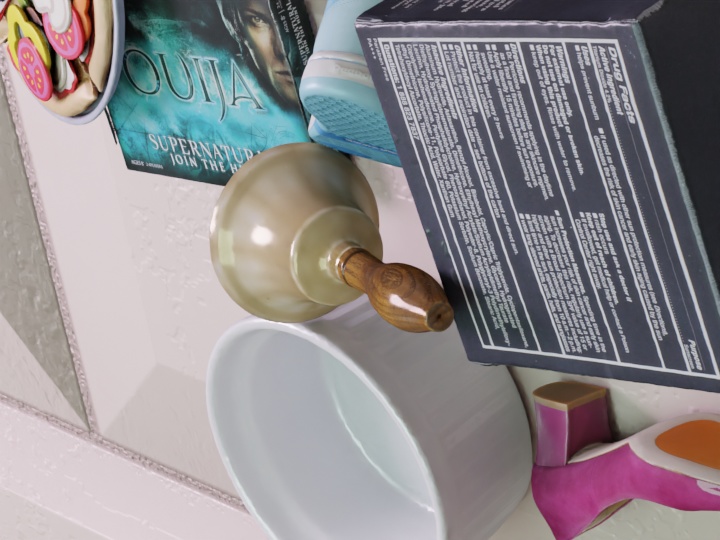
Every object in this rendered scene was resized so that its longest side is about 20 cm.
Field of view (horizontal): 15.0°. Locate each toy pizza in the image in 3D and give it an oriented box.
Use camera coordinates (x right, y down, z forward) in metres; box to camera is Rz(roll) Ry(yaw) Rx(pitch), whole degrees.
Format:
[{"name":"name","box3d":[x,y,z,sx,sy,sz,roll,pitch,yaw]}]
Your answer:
[{"name":"toy pizza","box3d":[-0.204,-0.186,1.701,0.200,0.032,0.201,37,135,48]}]

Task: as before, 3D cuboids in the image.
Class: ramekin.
[{"name":"ramekin","box3d":[0.009,0.096,1.641,0.200,0.098,0.201,31,138,32]}]

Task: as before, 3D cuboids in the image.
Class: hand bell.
[{"name":"hand bell","box3d":[0.000,0.000,1.464,0.200,0.104,0.105,30,141,64]}]

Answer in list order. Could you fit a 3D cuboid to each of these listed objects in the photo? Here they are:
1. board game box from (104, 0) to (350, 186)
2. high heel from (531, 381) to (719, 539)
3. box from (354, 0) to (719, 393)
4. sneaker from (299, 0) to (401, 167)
[{"name":"board game box","box3d":[-0.093,-0.116,1.662,0.200,0.028,0.136,10,125,47]},{"name":"high heel","box3d":[0.159,0.126,1.498,0.200,0.067,0.096,13,117,52]},{"name":"box","box3d":[0.129,-0.057,1.349,0.198,0.123,0.201,7,124,50]},{"name":"sneaker","box3d":[0.021,-0.128,1.481,0.079,0.131,0.200,16,173,3]}]
